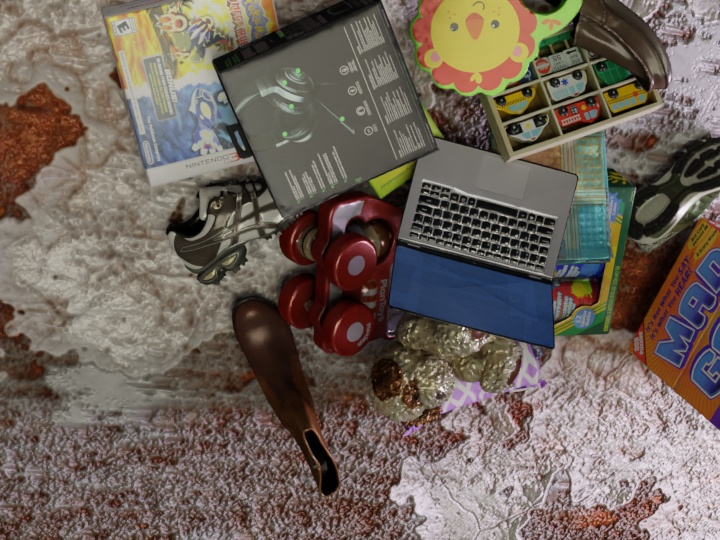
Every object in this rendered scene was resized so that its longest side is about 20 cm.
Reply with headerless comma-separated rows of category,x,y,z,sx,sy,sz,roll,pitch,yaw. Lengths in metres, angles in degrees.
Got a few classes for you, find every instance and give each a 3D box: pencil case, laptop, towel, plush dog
pencil case,0.134,0.139,1.591,0.199,0.084,0.086,-18,86,-3
laptop,0.140,-0.036,1.385,0.186,0.116,0.201,15,90,-3
towel,0.223,-0.103,1.467,0.146,0.022,0.201,-4,93,-15
plush dog,0.075,0.101,1.474,0.172,0.160,0.200,-50,147,-5

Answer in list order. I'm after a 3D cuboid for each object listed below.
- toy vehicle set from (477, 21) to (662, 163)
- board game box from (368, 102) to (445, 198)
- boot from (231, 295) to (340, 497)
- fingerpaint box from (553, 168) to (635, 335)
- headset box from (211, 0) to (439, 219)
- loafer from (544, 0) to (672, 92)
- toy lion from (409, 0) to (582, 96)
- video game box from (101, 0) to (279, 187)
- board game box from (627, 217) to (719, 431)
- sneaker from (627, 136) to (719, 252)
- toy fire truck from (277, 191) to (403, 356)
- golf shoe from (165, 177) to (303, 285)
toy vehicle set,0.235,-0.214,1.443,0.199,0.027,0.125,-20,84,-12
board game box,0.009,-0.192,1.427,0.101,0.048,0.200,-35,118,2
boot,-0.090,0.144,1.469,0.068,0.200,0.189,-17,117,-6
fingerpaint box,0.237,-0.021,1.552,0.166,0.073,0.201,0,114,-14
headset box,-0.044,-0.173,1.334,0.199,0.093,0.175,-25,111,-2
loafer,0.269,-0.271,1.416,0.071,0.073,0.200,-41,84,-2
toy lion,0.149,-0.291,1.372,0.199,0.069,0.193,-9,104,6
video game box,-0.169,-0.207,1.375,0.181,0.047,0.201,-17,117,-10
board game box,0.506,0.083,1.580,0.199,0.200,0.200,13,111,-34
sneaker,0.415,-0.094,1.585,0.200,0.077,0.089,-34,149,1
toy fire truck,0.000,0.000,1.493,0.167,0.112,0.201,-15,119,-37
golf shoe,-0.134,-0.074,1.428,0.200,0.078,0.094,-43,117,5
